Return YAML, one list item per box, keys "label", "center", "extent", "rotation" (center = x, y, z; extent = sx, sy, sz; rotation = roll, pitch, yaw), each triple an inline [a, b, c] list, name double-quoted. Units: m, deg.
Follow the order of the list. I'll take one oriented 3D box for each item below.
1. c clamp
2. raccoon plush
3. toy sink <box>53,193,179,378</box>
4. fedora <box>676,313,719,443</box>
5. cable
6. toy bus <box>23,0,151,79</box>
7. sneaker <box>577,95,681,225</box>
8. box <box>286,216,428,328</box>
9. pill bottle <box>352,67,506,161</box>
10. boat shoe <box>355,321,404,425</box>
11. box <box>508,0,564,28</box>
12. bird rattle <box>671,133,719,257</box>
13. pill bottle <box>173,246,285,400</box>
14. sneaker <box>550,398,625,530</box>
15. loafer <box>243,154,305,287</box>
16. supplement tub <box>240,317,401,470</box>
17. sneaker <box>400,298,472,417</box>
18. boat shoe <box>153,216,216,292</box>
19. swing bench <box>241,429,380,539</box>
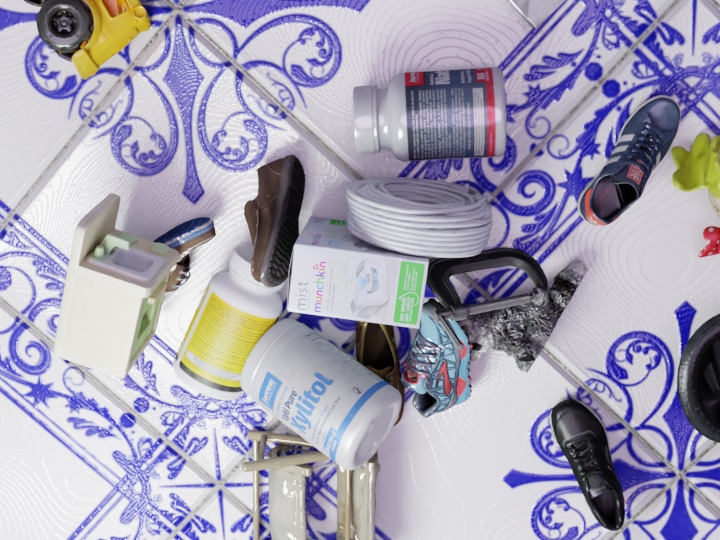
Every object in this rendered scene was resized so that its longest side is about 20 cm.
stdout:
- label: "c clamp"
  center: [0.175, 0.032, 1.376]
  extent: [0.199, 0.171, 0.027]
  rotation: [-14, 132, -23]
- label: "raccoon plush"
  center: [0.217, 0.049, 1.449]
  extent: [0.133, 0.097, 0.201]
  rotation: [31, 74, 8]
- label: "toy sink"
  center: [-0.322, 0.019, 1.363]
  extent: [0.111, 0.131, 0.201]
  rotation: [18, 115, 1]
- label: "fedora"
  center: [0.529, 0.141, 1.430]
  extent: [0.199, 0.092, 0.202]
  rotation: [1, 104, 3]
- label: "cable"
  center: [0.076, -0.073, 1.347]
  extent: [0.198, 0.200, 0.070]
  rotation: [10, 107, 5]
- label: "toy bus"
  center: [-0.356, -0.385, 1.338]
  extent: [0.191, 0.136, 0.201]
  rotation: [-34, 97, -3]
- label: "sneaker"
  center: [0.372, -0.143, 1.372]
  extent: [0.075, 0.085, 0.201]
  rotation: [29, 103, -4]
- label: "box"
  center: [0.000, 0.000, 1.370]
  extent: [0.175, 0.200, 0.098]
  rotation: [8, 104, 2]
- label: "pill bottle"
  center: [0.091, -0.206, 1.354]
  extent: [0.198, 0.120, 0.121]
  rotation: [-3, 104, 3]
- label: "boat shoe"
  center: [0.023, 0.143, 1.471]
  extent: [0.071, 0.068, 0.202]
  rotation: [-10, 104, 4]
- label: "box"
  center: [0.247, -0.444, 1.323]
  extent: [0.200, 0.048, 0.158]
  rotation: [-43, 98, 12]
- label: "bird rattle"
  center: [0.521, -0.105, 1.371]
  extent: [0.163, 0.113, 0.201]
  rotation: [-35, 103, -6]
- label: "pill bottle"
  center: [-0.180, 0.073, 1.442]
  extent: [0.112, 0.113, 0.201]
  rotation: [26, 104, -3]
- label: "sneaker"
  center: [0.341, 0.284, 1.478]
  extent: [0.075, 0.088, 0.201]
  rotation: [-25, 101, 9]
- label: "loafer"
  center: [-0.124, -0.065, 1.393]
  extent: [0.070, 0.201, 0.073]
  rotation: [-4, 147, 20]
- label: "supplement tub"
  center: [-0.054, 0.172, 1.416]
  extent: [0.199, 0.132, 0.133]
  rotation: [32, 105, 21]
- label: "sneaker"
  center: [0.102, 0.132, 1.414]
  extent: [0.095, 0.079, 0.201]
  rotation: [-29, 131, -21]
- label: "boat shoe"
  center: [-0.280, -0.008, 1.455]
  extent: [0.199, 0.072, 0.073]
  rotation: [-27, 106, 19]
- label: "swing bench"
  center: [-0.071, 0.351, 1.501]
  extent: [0.198, 0.130, 0.201]
  rotation: [1, 103, -3]
